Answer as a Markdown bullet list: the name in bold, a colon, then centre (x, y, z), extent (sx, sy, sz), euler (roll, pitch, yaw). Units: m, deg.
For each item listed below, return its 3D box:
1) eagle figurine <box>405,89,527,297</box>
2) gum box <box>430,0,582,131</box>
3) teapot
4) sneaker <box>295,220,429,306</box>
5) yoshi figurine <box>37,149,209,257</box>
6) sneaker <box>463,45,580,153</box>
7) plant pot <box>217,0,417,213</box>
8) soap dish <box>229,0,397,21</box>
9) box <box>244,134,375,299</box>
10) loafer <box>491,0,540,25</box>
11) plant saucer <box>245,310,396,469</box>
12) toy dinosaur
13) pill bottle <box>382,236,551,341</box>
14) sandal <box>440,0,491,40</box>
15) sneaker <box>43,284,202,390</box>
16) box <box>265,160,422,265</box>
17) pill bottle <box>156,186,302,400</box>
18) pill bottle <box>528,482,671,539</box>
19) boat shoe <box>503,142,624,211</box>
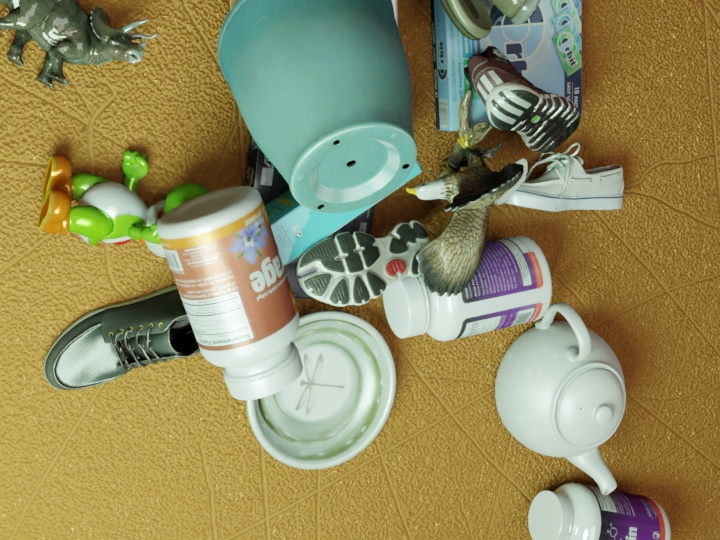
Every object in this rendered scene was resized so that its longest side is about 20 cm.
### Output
- **eagle figurine**: centre (0.126, -0.082, 1.069), extent (0.149, 0.202, 0.152), euler (-24, 130, 17)
- **gum box**: centre (0.187, -0.273, 1.154), extent (0.197, 0.044, 0.173), euler (-9, 105, -21)
- **teapot**: centre (0.287, 0.167, 1.238), extent (0.198, 0.146, 0.200), euler (28, 90, -24)
- **sneaker**: centre (0.000, 0.000, 1.053), extent (0.198, 0.083, 0.082), euler (-13, 83, -44)
- **yoshi figurine**: centre (-0.237, -0.071, 0.987), extent (0.197, 0.112, 0.115), euler (14, 89, -28)
- **sneaker**: centre (0.191, -0.218, 1.107), extent (0.076, 0.116, 0.199), euler (-42, 153, 21)
- **plant pot**: centre (-0.030, -0.173, 0.936), extent (0.197, 0.190, 0.201), euler (-15, 150, -9)
- **soap dish**: centre (-0.057, -0.323, 1.019), extent (0.196, 0.081, 0.161), euler (-8, 104, -21)
- **box**: centre (-0.063, -0.070, 1.093), extent (0.157, 0.043, 0.204), euler (6, 99, -24)
- **loafer**: centre (0.194, -0.391, 1.090), extent (0.069, 0.075, 0.203), euler (23, 64, -14)
- **plant saucer**: centre (-0.053, 0.144, 1.141), extent (0.197, 0.050, 0.204), euler (-5, 104, -21)
- **toy dinosaur**: centre (-0.322, -0.255, 0.938), extent (0.198, 0.077, 0.104), euler (32, 77, -20)
- **pill bottle**: centre (0.133, 0.026, 1.159), extent (0.197, 0.111, 0.114), euler (-10, 105, -21)
- **sandal**: centre (0.101, -0.357, 1.035), extent (0.201, 0.057, 0.080), euler (50, 45, -24)
- **sneaker**: centre (-0.254, 0.079, 1.009), extent (0.198, 0.106, 0.076), euler (-28, 111, -15)
- **box**: centre (-0.033, -0.084, 1.032), extent (0.199, 0.082, 0.050), euler (-35, 112, -13)
- **pill bottle**: centre (-0.127, 0.025, 0.944), extent (0.111, 0.112, 0.203), euler (-23, 110, -16)
- **pill bottle**: centre (0.344, 0.373, 1.325), extent (0.197, 0.112, 0.114), euler (15, 96, -25)
- **boat shoe**: centre (0.271, -0.126, 1.206), extent (0.198, 0.074, 0.088), euler (-2, 103, -25)
